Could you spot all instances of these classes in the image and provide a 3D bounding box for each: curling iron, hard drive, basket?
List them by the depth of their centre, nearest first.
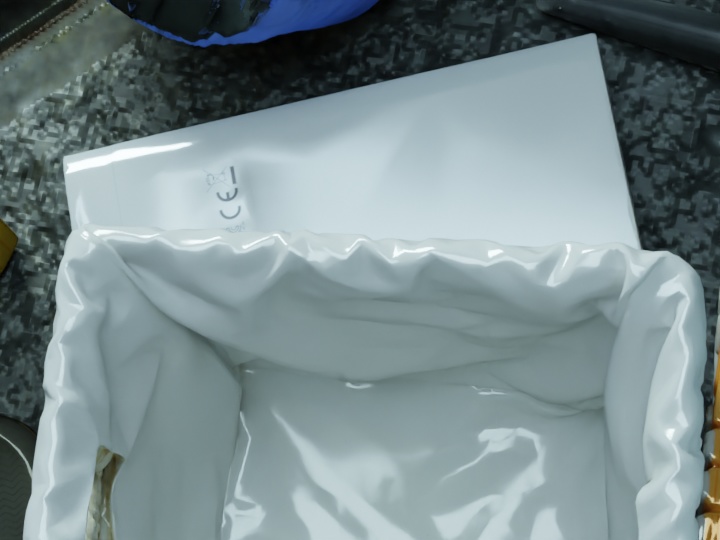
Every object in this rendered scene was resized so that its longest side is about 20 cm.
[{"bbox_3d":[0.010,0.096,0.893,0.200,0.161,0.198,3,82,10],"label":"basket"},{"bbox_3d":[0.152,-0.065,1.003,0.200,0.026,0.050,26,76,18],"label":"curling iron"},{"bbox_3d":[0.000,0.000,1.013,0.200,0.025,0.132,-13,71,7],"label":"hard drive"}]

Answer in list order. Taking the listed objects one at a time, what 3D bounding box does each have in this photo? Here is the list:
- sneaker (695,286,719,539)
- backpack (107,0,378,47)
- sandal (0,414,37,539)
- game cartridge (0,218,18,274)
[{"bbox_3d":[0.151,0.062,0.939,0.077,0.078,0.200,7,74,7],"label":"sneaker"},{"bbox_3d":[-0.022,-0.181,1.005,0.162,0.168,0.200,39,115,23],"label":"backpack"},{"bbox_3d":[-0.126,0.140,0.977,0.082,0.055,0.200,-10,71,8],"label":"sandal"},{"bbox_3d":[-0.232,-0.067,0.999,0.200,0.176,0.032,22,78,16],"label":"game cartridge"}]
